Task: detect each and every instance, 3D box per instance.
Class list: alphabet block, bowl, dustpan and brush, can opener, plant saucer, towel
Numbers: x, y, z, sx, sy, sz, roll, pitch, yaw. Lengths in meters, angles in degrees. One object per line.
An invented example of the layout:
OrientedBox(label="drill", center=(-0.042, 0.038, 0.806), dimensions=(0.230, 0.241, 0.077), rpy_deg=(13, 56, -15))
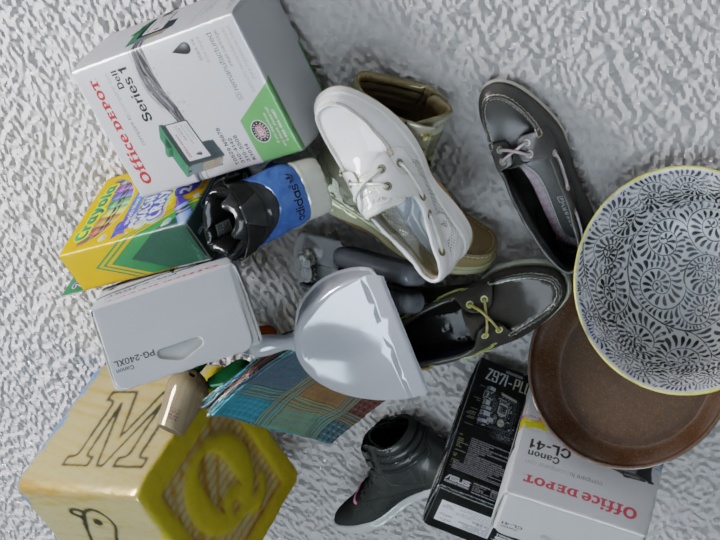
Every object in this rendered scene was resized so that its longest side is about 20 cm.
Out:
OrientedBox(label="alphabet block", center=(-0.225, 0.236, 1.834), dimensions=(0.198, 0.197, 0.196), rpy_deg=(-3, 133, 39))
OrientedBox(label="bowl", center=(0.299, 0.012, 1.471), dimensions=(0.198, 0.204, 0.094), rpy_deg=(1, 176, 22))
OrientedBox(label="dustpan and brush", center=(-0.039, 0.068, 1.562), dimensions=(0.198, 0.057, 0.141), rpy_deg=(-13, 113, 23))
OrientedBox(label="can opener", center=(0.000, 0.000, 1.595), dimensions=(0.199, 0.066, 0.053), rpy_deg=(16, 106, 53))
OrientedBox(label="plant saucer", center=(0.258, 0.091, 1.543), dimensions=(0.198, 0.203, 0.037), rpy_deg=(1, 164, 22))
OrientedBox(label="towel", center=(-0.050, 0.125, 1.706), dimensions=(0.146, 0.022, 0.199), rpy_deg=(-40, 143, 26))

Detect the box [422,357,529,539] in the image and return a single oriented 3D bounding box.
OrientedBox(label="box", center=(0.183, 0.208, 1.673), dimensions=(0.198, 0.165, 0.086), rpy_deg=(20, 145, 2))

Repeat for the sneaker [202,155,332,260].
OrientedBox(label="sneaker", center=(-0.102, -0.058, 1.532), dimensions=(0.200, 0.110, 0.078), rpy_deg=(-173, 63, -75))

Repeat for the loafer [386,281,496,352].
OrientedBox(label="loafer", center=(0.058, 0.058, 1.653), dimensions=(0.197, 0.076, 0.069), rpy_deg=(0, 126, 22))

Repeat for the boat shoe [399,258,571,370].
OrientedBox(label="boat shoe", center=(0.107, 0.049, 1.556), dimensions=(0.199, 0.061, 0.072), rpy_deg=(-23, 98, 23))

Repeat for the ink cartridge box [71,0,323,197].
OrientedBox(label="ink cartridge box", center=(-0.147, -0.165, 1.510), dimensions=(0.198, 0.085, 0.147), rpy_deg=(-14, 115, 32))

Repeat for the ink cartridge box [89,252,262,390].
OrientedBox(label="ink cartridge box", center=(-0.177, 0.042, 1.579), dimensions=(0.144, 0.200, 0.084), rpy_deg=(-18, 97, -4))

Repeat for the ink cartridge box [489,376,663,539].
OrientedBox(label="ink cartridge box", center=(0.224, 0.172, 1.597), dimensions=(0.146, 0.202, 0.086), rpy_deg=(17, 144, 5))

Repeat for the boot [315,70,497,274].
OrientedBox(label="boot", center=(0.059, -0.090, 1.519), dimensions=(0.198, 0.072, 0.155), rpy_deg=(26, 134, -2))

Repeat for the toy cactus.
OrientedBox(label="toy cactus", center=(-0.164, 0.093, 1.719), dimensions=(0.198, 0.167, 0.102), rpy_deg=(25, 163, -9))

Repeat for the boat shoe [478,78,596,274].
OrientedBox(label="boat shoe", center=(0.164, -0.083, 1.488), dimensions=(0.066, 0.057, 0.201), rpy_deg=(-13, 125, 32))

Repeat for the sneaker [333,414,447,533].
OrientedBox(label="sneaker", center=(0.021, 0.224, 1.836), dimensions=(0.199, 0.071, 0.099), rpy_deg=(-33, 112, 35))

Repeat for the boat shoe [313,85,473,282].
OrientedBox(label="boat shoe", center=(0.024, -0.074, 1.451), dimensions=(0.070, 0.070, 0.200), rpy_deg=(-28, 110, 42))

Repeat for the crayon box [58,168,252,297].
OrientedBox(label="crayon box", center=(-0.216, -0.049, 1.630), dimensions=(0.198, 0.126, 0.052), rpy_deg=(-14, 125, 32))
